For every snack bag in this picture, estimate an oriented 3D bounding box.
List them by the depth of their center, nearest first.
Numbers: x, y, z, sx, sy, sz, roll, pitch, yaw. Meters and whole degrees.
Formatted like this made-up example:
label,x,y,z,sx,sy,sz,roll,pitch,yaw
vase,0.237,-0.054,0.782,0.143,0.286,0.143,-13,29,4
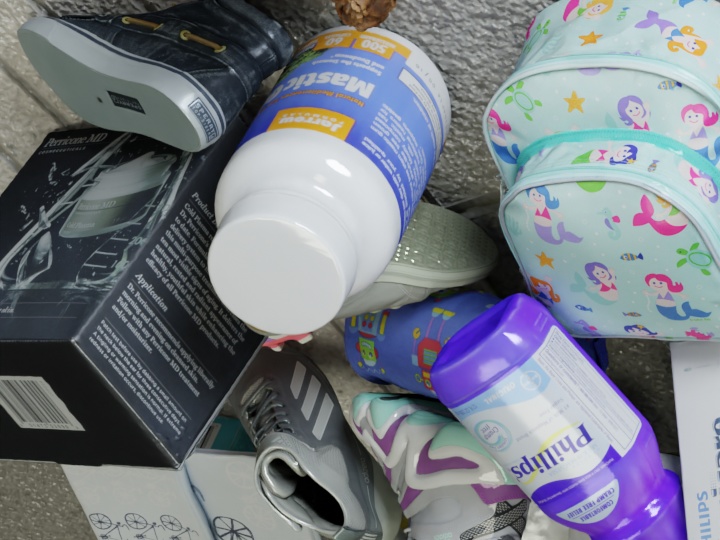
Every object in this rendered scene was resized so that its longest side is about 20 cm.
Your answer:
label,x,y,z,sx,sy,sz,roll,pitch,yaw
snack bag,-0.114,0.199,1.809,0.199,0.021,0.189,3,134,22

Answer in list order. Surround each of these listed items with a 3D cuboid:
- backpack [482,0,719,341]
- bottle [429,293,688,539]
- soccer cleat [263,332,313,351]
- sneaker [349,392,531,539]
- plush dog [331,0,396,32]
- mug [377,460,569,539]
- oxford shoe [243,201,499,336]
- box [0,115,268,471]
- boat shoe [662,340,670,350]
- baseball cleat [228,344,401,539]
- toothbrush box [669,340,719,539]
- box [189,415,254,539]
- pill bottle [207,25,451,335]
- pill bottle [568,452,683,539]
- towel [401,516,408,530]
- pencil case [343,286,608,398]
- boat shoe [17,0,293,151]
label,x,y,z,sx,sy,sz,roll,pitch,yaw
backpack,0.164,-0.059,1.387,0.177,0.151,0.200,1,129,33
bottle,0.131,0.108,1.421,0.083,0.065,0.200,-34,103,34
soccer cleat,-0.076,0.016,1.643,0.076,0.067,0.200,47,137,-17
sneaker,0.044,0.156,1.563,0.077,0.141,0.200,4,-175,-24
plush dog,-0.008,-0.228,1.261,0.160,0.172,0.200,-23,120,40
mug,0.099,0.173,1.657,0.199,0.148,0.176,13,117,22
oxford shoe,0.000,0.000,1.513,0.075,0.199,0.058,50,135,33
box,-0.160,0.014,1.547,0.200,0.197,0.124,-2,133,45
boat shoe,0.211,0.028,1.505,0.199,0.074,0.067,10,135,15
baseball cleat,-0.049,0.110,1.648,0.106,0.200,0.070,17,113,-53
toothbrush box,0.270,0.124,1.461,0.085,0.147,0.200,-13,159,30
box,-0.113,0.194,1.858,0.082,0.049,0.200,6,136,21
pill bottle,-0.021,-0.052,1.423,0.112,0.200,0.112,9,125,13
pill bottle,0.223,0.174,1.563,0.112,0.113,0.200,-5,174,29
towel,0.064,0.249,1.728,0.143,0.200,0.023,21,119,8
pencil case,0.076,0.049,1.544,0.200,0.087,0.078,12,114,52
boat shoe,-0.128,-0.135,1.506,0.200,0.091,0.071,24,148,44
